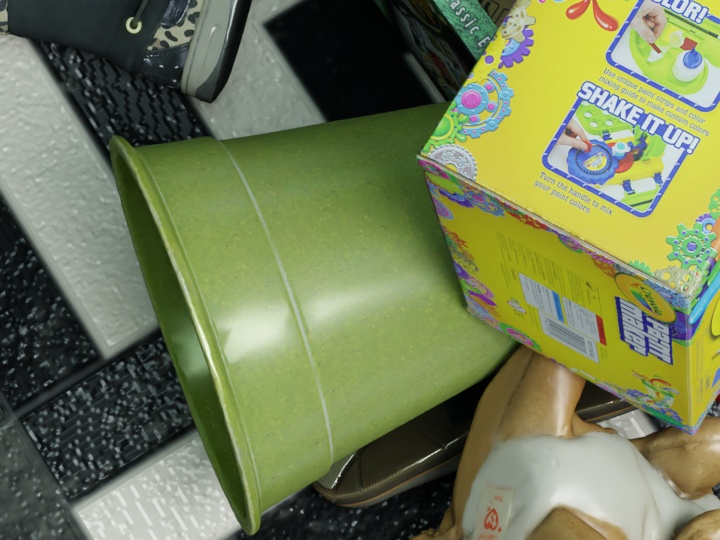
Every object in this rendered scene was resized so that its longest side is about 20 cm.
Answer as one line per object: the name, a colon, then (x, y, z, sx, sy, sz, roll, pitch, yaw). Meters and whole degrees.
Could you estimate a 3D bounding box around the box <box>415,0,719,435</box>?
box: (0.132, -0.064, 0.950, 0.122, 0.200, 0.193, 29, 78, 17)

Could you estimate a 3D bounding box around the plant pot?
plant pot: (0.000, 0.000, 1.103, 0.189, 0.200, 0.201, -20, 79, -9)

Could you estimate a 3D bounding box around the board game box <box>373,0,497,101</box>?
board game box: (0.031, -0.139, 1.165, 0.023, 0.105, 0.200, -36, 92, -7)

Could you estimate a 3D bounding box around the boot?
boot: (-0.123, -0.201, 1.192, 0.153, 0.073, 0.204, 13, 95, 2)

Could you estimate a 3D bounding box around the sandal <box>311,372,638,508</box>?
sandal: (0.070, 0.074, 1.158, 0.200, 0.055, 0.082, -26, 46, 6)

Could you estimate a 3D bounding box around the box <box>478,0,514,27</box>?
box: (0.044, -0.227, 1.245, 0.200, 0.021, 0.164, 32, 78, 5)

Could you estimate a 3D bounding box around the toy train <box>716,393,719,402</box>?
toy train: (0.193, 0.048, 1.185, 0.199, 0.034, 0.046, 23, 89, 2)

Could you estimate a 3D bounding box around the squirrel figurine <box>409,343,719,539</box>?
squirrel figurine: (0.130, 0.147, 1.104, 0.186, 0.200, 0.142, 16, 42, -29)
